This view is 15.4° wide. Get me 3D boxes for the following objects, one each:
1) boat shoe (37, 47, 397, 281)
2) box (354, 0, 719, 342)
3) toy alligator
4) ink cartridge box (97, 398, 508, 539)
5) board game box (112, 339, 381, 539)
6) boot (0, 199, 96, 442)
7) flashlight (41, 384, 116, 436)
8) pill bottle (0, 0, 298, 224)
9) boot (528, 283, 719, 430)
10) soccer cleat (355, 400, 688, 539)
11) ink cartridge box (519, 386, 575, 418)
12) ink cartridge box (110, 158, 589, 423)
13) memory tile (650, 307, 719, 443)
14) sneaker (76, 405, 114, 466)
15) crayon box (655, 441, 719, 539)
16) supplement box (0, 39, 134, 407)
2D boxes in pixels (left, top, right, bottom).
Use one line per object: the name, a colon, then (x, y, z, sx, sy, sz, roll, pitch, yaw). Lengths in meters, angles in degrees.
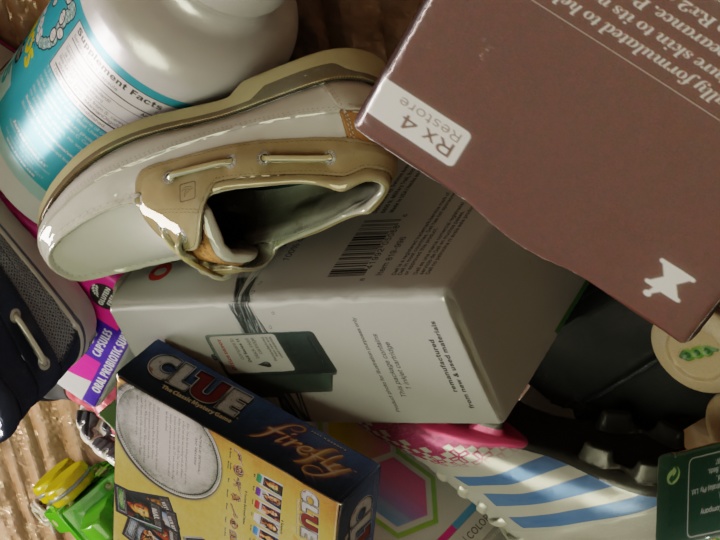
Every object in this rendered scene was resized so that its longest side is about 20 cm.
boat shoe: (-0.071, -0.034, 1.244, 0.200, 0.068, 0.075, -26, 146, 28)
box: (0.131, -0.118, 1.072, 0.166, 0.200, 0.164, 33, 137, 1)
toy alligator: (-0.157, 0.134, 1.577, 0.059, 0.054, 0.200, 51, 167, -9)
ink cartridge box: (-0.024, 0.104, 1.358, 0.200, 0.104, 0.059, 44, 139, 5)
board game box: (-0.060, 0.144, 1.313, 0.135, 0.035, 0.200, 28, 136, 23)
boot: (-0.223, -0.008, 1.324, 0.200, 0.090, 0.073, 44, 135, -10)
flashlight: (-0.127, 0.085, 1.448, 0.200, 0.068, 0.068, 38, 177, 35)
pill bottle: (-0.101, -0.106, 1.294, 0.111, 0.111, 0.200, 39, 137, -5)
boot: (0.190, 0.051, 1.286, 0.165, 0.066, 0.200, 51, 133, -6)
soccer cleat: (0.070, 0.099, 1.321, 0.200, 0.070, 0.086, 19, 122, 18)
ink cartridge box: (0.106, 0.139, 1.411, 0.200, 0.067, 0.116, 37, 138, 7)
ink cartridge box: (0.000, 0.000, 1.302, 0.200, 0.147, 0.083, -1, 128, 34)
memory tile: (0.210, 0.018, 1.193, 0.200, 0.017, 0.153, -18, 110, 44)
sneaker: (-0.071, 0.113, 1.507, 0.200, 0.078, 0.080, 20, 148, 18)
crayon box: (0.253, 0.122, 1.244, 0.200, 0.052, 0.126, 19, 155, -34)
supplement box: (-0.185, -0.038, 1.415, 0.200, 0.103, 0.101, 34, 137, 3)
